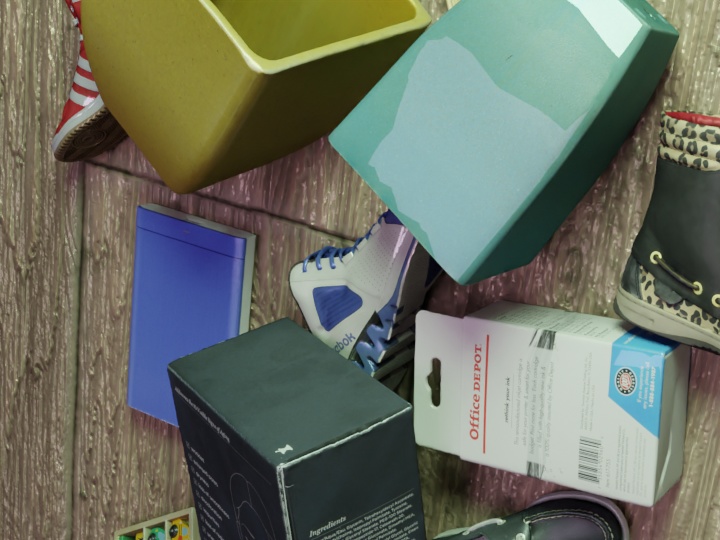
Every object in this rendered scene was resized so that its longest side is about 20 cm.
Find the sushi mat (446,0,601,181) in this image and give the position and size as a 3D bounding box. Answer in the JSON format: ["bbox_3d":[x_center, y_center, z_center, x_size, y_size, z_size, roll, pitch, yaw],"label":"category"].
[{"bbox_3d":[0.117,-0.153,0.892,0.095,0.012,0.203,-10,96,34],"label":"sushi mat"}]

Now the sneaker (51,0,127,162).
[{"bbox_3d":[-0.242,-0.193,1.096,0.200,0.071,0.113,-41,71,39],"label":"sneaker"}]

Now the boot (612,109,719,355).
[{"bbox_3d":[0.270,-0.017,0.787,0.198,0.073,0.153,18,111,36],"label":"boot"}]

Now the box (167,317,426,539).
[{"bbox_3d":[-0.049,0.174,0.953,0.199,0.123,0.199,30,135,52],"label":"box"}]

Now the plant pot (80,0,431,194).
[{"bbox_3d":[-0.103,-0.174,0.939,0.196,0.193,0.201,50,135,14],"label":"plant pot"}]

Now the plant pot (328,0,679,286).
[{"bbox_3d":[0.112,-0.117,0.819,0.142,0.141,0.200,48,114,14],"label":"plant pot"}]

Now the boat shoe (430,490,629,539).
[{"bbox_3d":[0.120,0.231,0.951,0.199,0.060,0.076,-30,84,36],"label":"boat shoe"}]

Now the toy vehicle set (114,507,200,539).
[{"bbox_3d":[-0.193,0.343,1.156,0.123,0.026,0.203,-24,58,36],"label":"toy vehicle set"}]

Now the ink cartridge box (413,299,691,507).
[{"bbox_3d":[0.140,0.091,0.899,0.198,0.068,0.118,10,106,32],"label":"ink cartridge box"}]

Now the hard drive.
[{"bbox_3d":[-0.162,0.050,1.124,0.131,0.025,0.203,17,110,30],"label":"hard drive"}]

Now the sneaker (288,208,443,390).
[{"bbox_3d":[0.000,0.001,0.968,0.114,0.080,0.201,31,118,22],"label":"sneaker"}]
